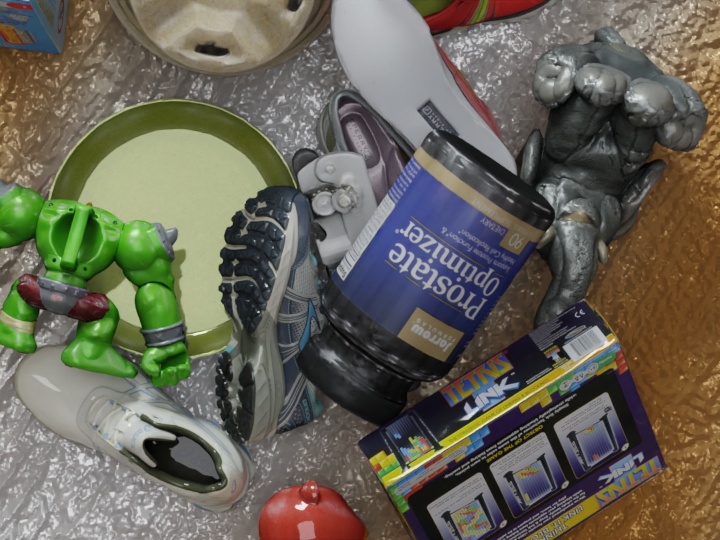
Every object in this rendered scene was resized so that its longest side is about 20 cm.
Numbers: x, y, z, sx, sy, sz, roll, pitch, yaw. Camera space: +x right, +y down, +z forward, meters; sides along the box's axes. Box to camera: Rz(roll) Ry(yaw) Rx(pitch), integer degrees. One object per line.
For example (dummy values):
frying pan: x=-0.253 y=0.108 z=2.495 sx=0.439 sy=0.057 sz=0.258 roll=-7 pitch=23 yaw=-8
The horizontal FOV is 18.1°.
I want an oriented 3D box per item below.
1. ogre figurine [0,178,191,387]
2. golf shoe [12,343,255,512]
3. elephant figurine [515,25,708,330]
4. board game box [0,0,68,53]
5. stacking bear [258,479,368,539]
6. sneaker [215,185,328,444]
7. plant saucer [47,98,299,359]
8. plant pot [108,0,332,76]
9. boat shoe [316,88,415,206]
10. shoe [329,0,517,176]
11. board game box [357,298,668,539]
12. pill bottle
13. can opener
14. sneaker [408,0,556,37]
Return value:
ogre figurine: x=-0.214 y=0.008 z=1.663 sx=0.199 sy=0.098 sz=0.120 roll=17 pitch=95 yaw=14
golf shoe: x=-0.171 y=0.112 z=1.688 sx=0.199 sy=0.097 sz=0.079 roll=26 pitch=87 yaw=2
elephant figurine: x=0.166 y=-0.066 z=1.706 sx=0.141 sy=0.155 sz=0.201 roll=33 pitch=116 yaw=33
board game box: x=-0.246 y=-0.276 z=1.663 sx=0.056 sy=0.200 sz=0.197 roll=7 pitch=84 yaw=-1
stacking bear: x=-0.036 y=0.259 z=1.680 sx=0.113 sy=0.121 sz=0.201 roll=1 pitch=76 yaw=-9
sneaker: x=-0.056 y=0.029 z=1.688 sx=0.086 sy=0.078 sz=0.201 roll=-7 pitch=116 yaw=-34
plant saucer: x=-0.142 y=-0.031 z=1.733 sx=0.199 sy=0.031 sz=0.201 roll=0 pitch=85 yaw=-3
plant pot: x=-0.101 y=-0.224 z=1.645 sx=0.199 sy=0.184 sz=0.201 roll=-1 pitch=106 yaw=-2
boat shoe: x=0.033 y=-0.048 z=1.723 sx=0.074 sy=0.065 sz=0.202 roll=-29 pitch=87 yaw=-4
shoe: x=0.044 y=-0.135 z=1.703 sx=0.071 sy=0.091 sz=0.200 roll=-37 pitch=100 yaw=5
board game box: x=0.116 y=0.136 z=1.667 sx=0.200 sy=0.166 sz=0.057 roll=-31 pitch=47 yaw=-5
pill bottle: x=0.043 y=0.008 z=1.629 sx=0.112 sy=0.112 sz=0.200 roll=34 pitch=99 yaw=1
can opener: x=0.000 y=0.000 z=1.713 sx=0.052 sy=0.066 sz=0.201 roll=-17 pitch=104 yaw=-1
sneaker: x=0.088 y=-0.222 z=1.729 sx=0.199 sy=0.085 sz=0.077 roll=-24 pitch=88 yaw=-4
